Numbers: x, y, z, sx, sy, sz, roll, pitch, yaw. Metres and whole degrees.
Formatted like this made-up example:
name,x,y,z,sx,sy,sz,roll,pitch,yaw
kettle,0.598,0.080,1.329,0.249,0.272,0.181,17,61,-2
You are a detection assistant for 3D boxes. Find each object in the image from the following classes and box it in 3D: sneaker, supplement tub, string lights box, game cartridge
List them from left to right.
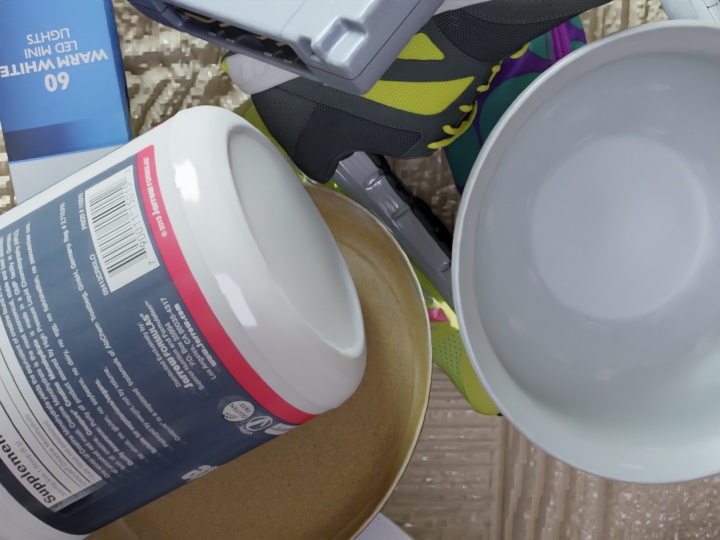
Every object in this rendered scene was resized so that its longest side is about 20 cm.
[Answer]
name,x,y,z,sx,sy,sz,roll,pitch,yaw
string lights box,-0.145,-0.130,0.976,0.059,0.103,0.201,-10,106,-5
supplement tub,-0.111,0.032,0.913,0.200,0.140,0.141,-28,107,15
game cartridge,-0.016,-0.151,0.928,0.040,0.200,0.134,42,81,-36
sneaker,0.000,0.000,1.044,0.090,0.078,0.200,-39,94,6
sneaker,0.036,-0.097,0.941,0.200,0.075,0.085,-14,113,34

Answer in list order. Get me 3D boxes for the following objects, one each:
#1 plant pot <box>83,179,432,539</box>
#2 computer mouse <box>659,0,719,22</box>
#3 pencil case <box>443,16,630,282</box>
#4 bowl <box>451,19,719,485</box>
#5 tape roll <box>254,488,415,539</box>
name,x,y,z,sx,sy,sz,roll,pitch,yaw
plant pot,-0.054,0.055,0.974,0.200,0.200,0.027,-41,148,7
computer mouse,0.174,-0.107,1.024,0.044,0.110,0.201,-19,97,4
pencil case,0.076,-0.091,1.014,0.085,0.092,0.201,-31,112,-36
bowl,0.126,-0.013,0.950,0.200,0.090,0.202,-2,102,-12
tape roll,-0.005,0.201,1.016,0.203,0.203,0.139,44,81,-15
